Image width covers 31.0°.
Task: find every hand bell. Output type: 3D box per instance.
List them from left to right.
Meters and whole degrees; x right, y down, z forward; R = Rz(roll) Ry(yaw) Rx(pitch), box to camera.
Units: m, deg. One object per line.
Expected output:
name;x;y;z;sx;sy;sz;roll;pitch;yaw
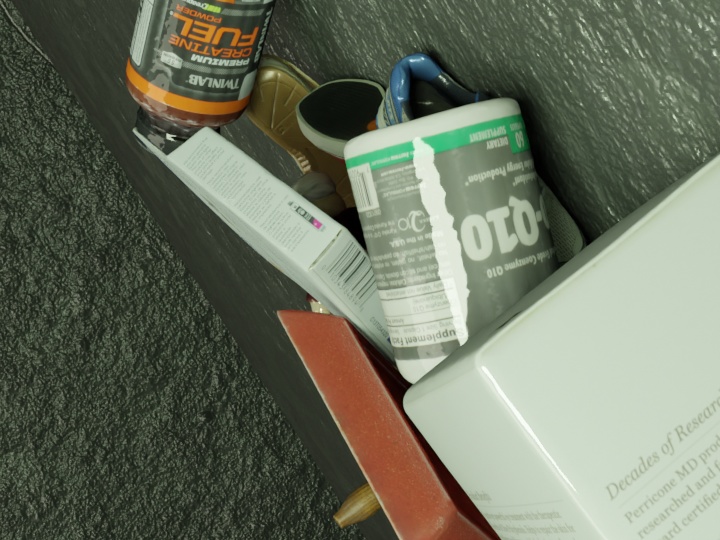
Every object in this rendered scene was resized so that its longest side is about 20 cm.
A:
hand bell;0.056;0.206;1.368;0.104;0.200;0.104;50;166;17

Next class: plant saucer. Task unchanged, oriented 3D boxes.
plant saucer;0.039;0.126;0.853;0.200;0.037;0.200;57;-174;37

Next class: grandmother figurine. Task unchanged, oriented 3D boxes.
grandmother figurine;0.000;0.000;1.032;0.060;0.121;0.200;19;-149;-57

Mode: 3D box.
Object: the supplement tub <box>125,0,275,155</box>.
supplement tub;-0.129;-0.190;1.045;0.107;0.106;0.201;45;129;37

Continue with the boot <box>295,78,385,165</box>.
boot;0.029;-0.071;1.060;0.200;0.072;0.145;35;159;47

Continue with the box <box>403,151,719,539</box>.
box;0.155;0.063;0.638;0.172;0.200;0.199;52;168;4

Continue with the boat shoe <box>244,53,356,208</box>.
boat shoe;-0.031;-0.118;1.165;0.200;0.073;0.069;49;-161;-29

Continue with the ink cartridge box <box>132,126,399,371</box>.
ink cartridge box;-0.045;-0.020;0.910;0.200;0.043;0.196;40;175;35

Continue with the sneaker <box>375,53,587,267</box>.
sneaker;0.077;-0.070;0.874;0.200;0.077;0.085;47;158;25

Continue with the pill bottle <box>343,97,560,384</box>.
pill bottle;0.066;0.004;0.796;0.113;0.112;0.201;180;75;-75
